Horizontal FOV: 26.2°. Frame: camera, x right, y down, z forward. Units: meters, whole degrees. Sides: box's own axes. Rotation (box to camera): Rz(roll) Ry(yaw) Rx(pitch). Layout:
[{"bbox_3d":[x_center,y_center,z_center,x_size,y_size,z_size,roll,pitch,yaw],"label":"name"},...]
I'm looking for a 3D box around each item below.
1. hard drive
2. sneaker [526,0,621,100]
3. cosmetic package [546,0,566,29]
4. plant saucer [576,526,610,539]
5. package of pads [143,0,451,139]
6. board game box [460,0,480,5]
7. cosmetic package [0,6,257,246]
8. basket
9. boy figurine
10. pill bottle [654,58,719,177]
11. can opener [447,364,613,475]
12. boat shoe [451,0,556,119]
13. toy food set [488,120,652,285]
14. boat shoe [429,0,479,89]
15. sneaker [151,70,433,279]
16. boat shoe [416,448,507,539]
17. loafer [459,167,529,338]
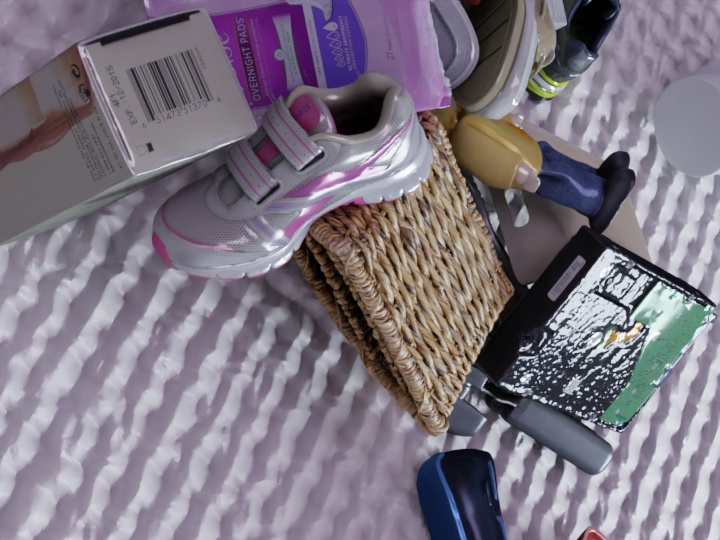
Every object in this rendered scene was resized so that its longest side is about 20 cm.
[{"bbox_3d":[0.194,0.051,1.239,0.200,0.038,0.140,22,110,-47],"label":"hard drive"},{"bbox_3d":[0.201,-0.247,1.387,0.074,0.081,0.200,29,63,-30],"label":"sneaker"},{"bbox_3d":[0.068,-0.243,1.281,0.200,0.090,0.107,-3,80,-35],"label":"cosmetic package"},{"bbox_3d":[0.201,0.340,1.260,0.200,0.037,0.200,42,57,-34],"label":"plant saucer"},{"bbox_3d":[-0.043,-0.158,1.054,0.076,0.200,0.121,-85,165,-69],"label":"package of pads"},{"bbox_3d":[0.090,-0.278,1.200,0.200,0.103,0.019,-52,151,-36],"label":"board game box"},{"bbox_3d":[-0.170,-0.088,0.983,0.103,0.200,0.087,-26,94,-40],"label":"cosmetic package"},{"bbox_3d":[0.000,0.000,1.119,0.149,0.143,0.200,-60,139,-33],"label":"basket"},{"bbox_3d":[0.109,-0.101,1.194,0.200,0.064,0.124,27,25,-8],"label":"boy figurine"},{"bbox_3d":[0.379,-0.152,1.481,0.200,0.116,0.116,-16,89,-40],"label":"pill bottle"},{"bbox_3d":[0.117,0.122,1.264,0.200,0.053,0.067,34,93,-28],"label":"can opener"},{"bbox_3d":[0.115,-0.176,1.170,0.068,0.075,0.200,38,38,-25],"label":"boat shoe"},{"bbox_3d":[0.177,-0.032,1.302,0.200,0.060,0.144,18,50,-47],"label":"toy food set"},{"bbox_3d":[0.002,-0.207,1.120,0.202,0.074,0.065,50,27,10],"label":"boat shoe"},{"bbox_3d":[-0.046,-0.069,0.981,0.200,0.088,0.081,-31,54,-19],"label":"sneaker"},{"bbox_3d":[0.106,0.234,1.194,0.069,0.084,0.200,-12,89,-28],"label":"boat shoe"},{"bbox_3d":[0.082,-0.003,1.253,0.070,0.075,0.200,-28,97,-8],"label":"loafer"}]
